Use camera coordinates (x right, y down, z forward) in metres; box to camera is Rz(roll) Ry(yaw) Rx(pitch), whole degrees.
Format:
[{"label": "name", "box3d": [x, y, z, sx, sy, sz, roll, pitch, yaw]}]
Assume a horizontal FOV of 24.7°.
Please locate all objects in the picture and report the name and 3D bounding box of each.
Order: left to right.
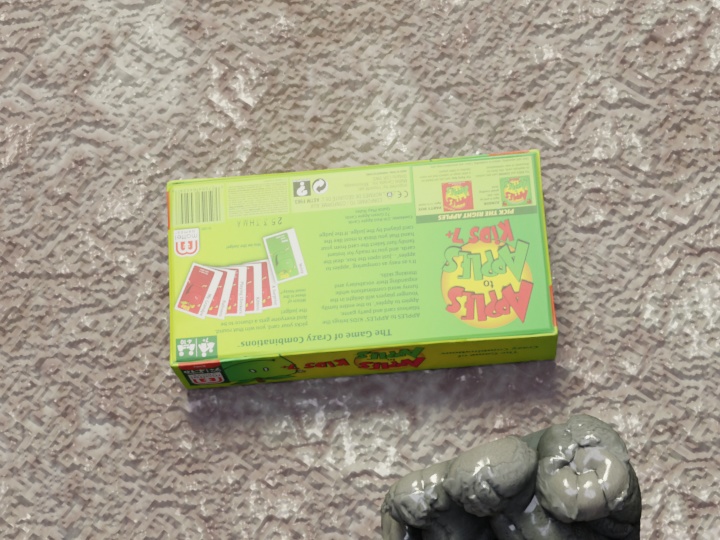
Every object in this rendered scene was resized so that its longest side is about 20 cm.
[{"label": "board game box", "box3d": [0.000, 0.000, 0.864, 0.197, 0.048, 0.103, -5, 71, 3]}, {"label": "elephant figurine", "box3d": [0.091, 0.176, 0.745, 0.154, 0.142, 0.202, -16, 80, -18]}]
